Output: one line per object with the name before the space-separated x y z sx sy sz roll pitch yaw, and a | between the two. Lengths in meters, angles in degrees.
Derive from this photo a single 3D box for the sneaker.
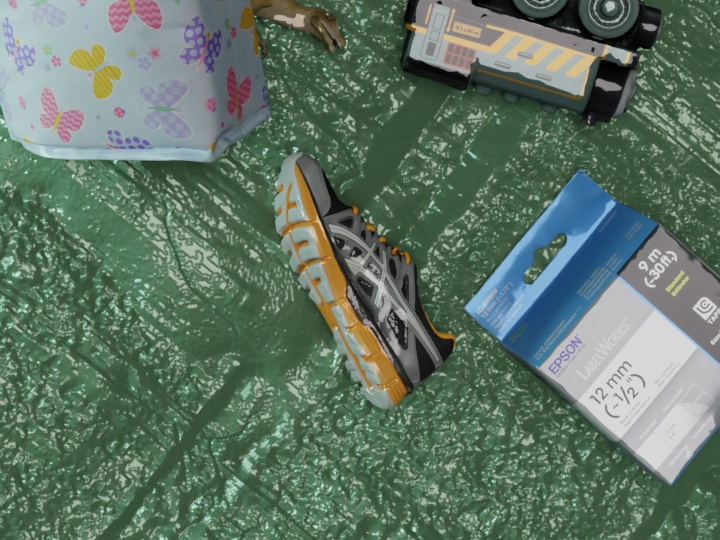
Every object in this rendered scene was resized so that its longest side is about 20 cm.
sneaker | 0.000 0.000 1.707 0.077 0.078 0.201 -28 96 -16

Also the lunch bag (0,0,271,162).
lunch bag | -0.179 -0.175 1.642 0.199 0.127 0.171 1 114 23

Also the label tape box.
label tape box | 0.198 0.042 1.718 0.200 0.066 0.143 41 88 -4

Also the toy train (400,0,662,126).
toy train | 0.121 -0.181 1.707 0.199 0.085 0.115 16 102 -5

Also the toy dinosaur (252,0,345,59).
toy dinosaur | -0.096 -0.230 1.712 0.101 0.058 0.200 -39 100 -17
